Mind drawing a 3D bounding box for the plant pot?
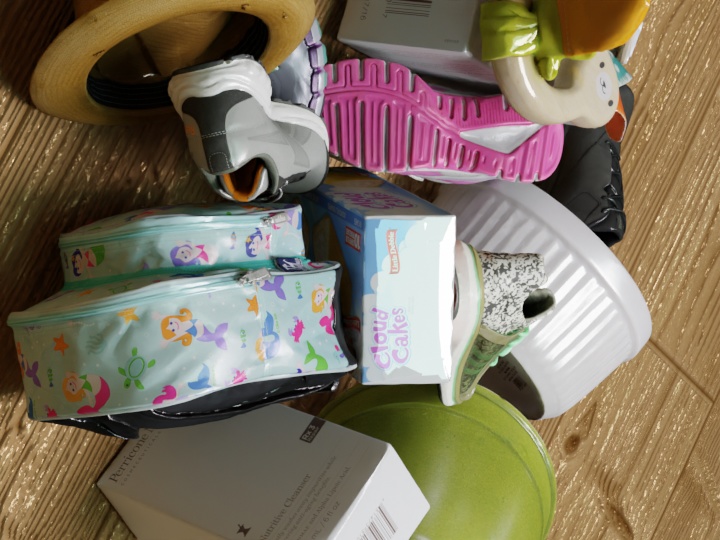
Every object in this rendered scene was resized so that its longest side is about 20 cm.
[{"bbox_3d":[0.035,0.206,1.707,0.193,0.200,0.200,-70,161,-63],"label":"plant pot"}]

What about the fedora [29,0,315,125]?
[{"bbox_3d":[-0.125,-0.162,1.470,0.201,0.201,0.082,4,63,-53],"label":"fedora"}]

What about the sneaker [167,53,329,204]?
[{"bbox_3d":[-0.070,-0.074,1.512,0.200,0.074,0.079,33,47,-70],"label":"sneaker"}]

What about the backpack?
[{"bbox_3d":[-0.122,0.034,1.512,0.200,0.178,0.151,-19,98,-47],"label":"backpack"}]

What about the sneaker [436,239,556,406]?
[{"bbox_3d":[0.093,0.040,1.648,0.200,0.089,0.077,92,-8,-67],"label":"sneaker"}]

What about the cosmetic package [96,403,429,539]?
[{"bbox_3d":[-0.068,0.154,1.613,0.113,0.200,0.081,-55,140,-24],"label":"cosmetic package"}]

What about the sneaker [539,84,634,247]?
[{"bbox_3d":[0.188,-0.063,1.940,0.076,0.091,0.200,38,73,-50],"label":"sneaker"}]

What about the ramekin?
[{"bbox_3d":[0.113,0.023,1.799,0.105,0.200,0.200,-46,138,-17],"label":"ramekin"}]

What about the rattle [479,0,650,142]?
[{"bbox_3d":[0.184,-0.155,1.650,0.200,0.143,0.130,39,42,-42],"label":"rattle"}]

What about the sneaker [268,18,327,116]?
[{"bbox_3d":[-0.077,-0.175,1.578,0.088,0.074,0.200,-10,103,-39],"label":"sneaker"}]

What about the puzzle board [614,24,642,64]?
[{"bbox_3d":[0.213,-0.234,1.852,0.200,0.017,0.151,-126,-130,-85],"label":"puzzle board"}]

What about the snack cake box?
[{"bbox_3d":[0.000,0.000,1.622,0.067,0.200,0.115,-1,102,-19],"label":"snack cake box"}]

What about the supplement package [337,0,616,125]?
[{"bbox_3d":[0.094,-0.190,1.732,0.200,0.117,0.117,22,80,-53],"label":"supplement package"}]

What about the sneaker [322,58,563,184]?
[{"bbox_3d":[0.041,-0.100,1.709,0.200,0.088,0.081,12,84,-15],"label":"sneaker"}]
